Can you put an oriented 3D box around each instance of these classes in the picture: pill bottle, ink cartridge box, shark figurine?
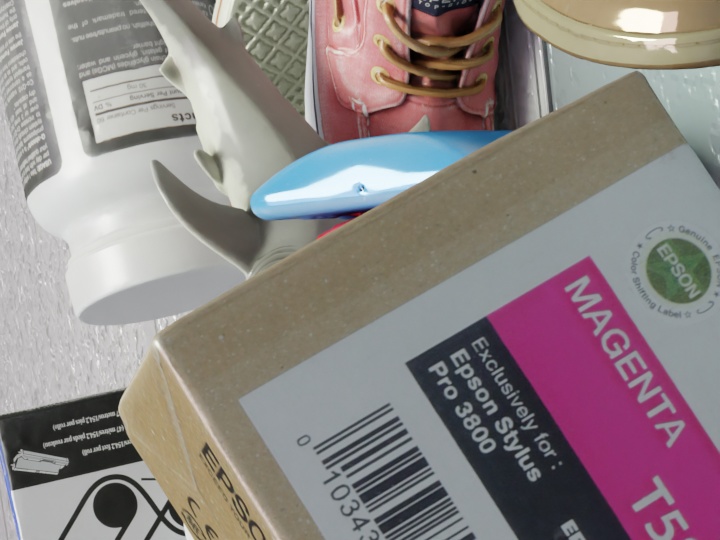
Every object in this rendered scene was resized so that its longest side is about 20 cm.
[{"bbox_3d":[-0.117,-0.082,1.394,0.116,0.116,0.201,134,124,-70],"label":"pill bottle"},{"bbox_3d":[-0.032,0.080,1.074,0.044,0.199,0.095,135,122,-79],"label":"ink cartridge box"},{"bbox_3d":[-0.024,-0.049,1.005,0.128,0.089,0.215,23,-140,-63],"label":"shark figurine"},{"bbox_3d":[0.056,0.072,0.758,0.201,0.164,0.075,56,160,10],"label":"ink cartridge box"}]

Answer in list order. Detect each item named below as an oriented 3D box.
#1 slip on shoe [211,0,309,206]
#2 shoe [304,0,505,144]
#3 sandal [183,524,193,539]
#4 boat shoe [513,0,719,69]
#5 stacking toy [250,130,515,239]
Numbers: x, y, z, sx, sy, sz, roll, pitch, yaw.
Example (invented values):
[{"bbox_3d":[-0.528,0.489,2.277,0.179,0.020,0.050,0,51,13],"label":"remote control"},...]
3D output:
[{"bbox_3d":[-0.033,-0.083,1.208,0.201,0.074,0.061,91,163,-48],"label":"slip on shoe"},{"bbox_3d":[0.020,-0.086,1.024,0.091,0.071,0.201,-175,78,-76],"label":"shoe"},{"bbox_3d":[0.026,0.075,0.998,0.202,0.050,0.083,-19,70,30],"label":"sandal"},{"bbox_3d":[0.072,-0.114,0.836,0.200,0.071,0.065,-129,31,-59],"label":"boat shoe"},{"bbox_3d":[0.043,0.057,0.910,0.116,0.109,0.201,-6,88,41],"label":"stacking toy"}]
